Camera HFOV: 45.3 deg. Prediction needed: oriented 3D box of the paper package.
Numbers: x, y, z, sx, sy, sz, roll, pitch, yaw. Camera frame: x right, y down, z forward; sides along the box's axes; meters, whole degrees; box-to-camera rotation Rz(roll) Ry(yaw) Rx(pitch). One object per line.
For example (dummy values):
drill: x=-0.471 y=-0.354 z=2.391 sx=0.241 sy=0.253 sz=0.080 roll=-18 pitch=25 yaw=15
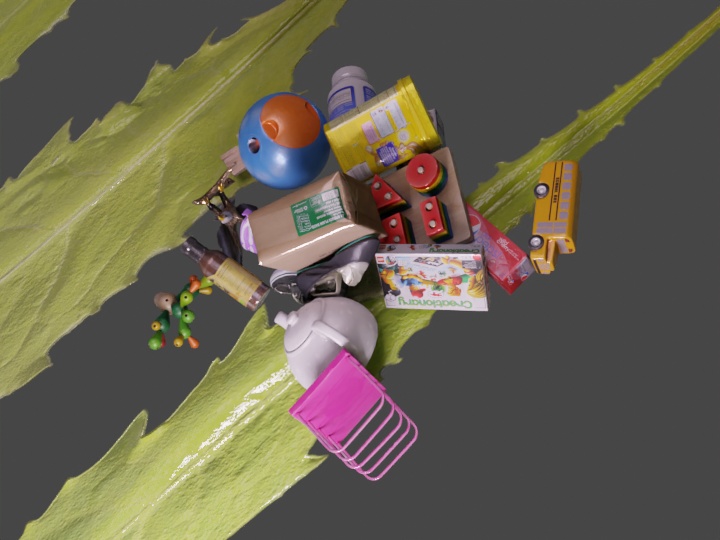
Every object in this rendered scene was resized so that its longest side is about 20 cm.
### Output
paper package: x=-0.076 y=-0.080 z=1.553 sx=0.197 sy=0.190 sz=0.105 roll=-22 pitch=80 yaw=17

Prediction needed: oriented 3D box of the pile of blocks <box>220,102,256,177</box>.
pile of blocks: x=-0.239 y=-0.296 z=1.972 sx=0.081 sy=0.062 sz=0.202 roll=28 pitch=82 yaw=15

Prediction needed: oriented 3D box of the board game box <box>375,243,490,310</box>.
board game box: x=0.132 y=0.012 z=1.573 sx=0.196 sy=0.128 sz=0.035 roll=1 pitch=37 yaw=20

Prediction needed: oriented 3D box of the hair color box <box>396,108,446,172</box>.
hair color box: x=0.124 y=-0.220 z=1.751 sx=0.098 sy=0.061 sz=0.203 roll=-15 pitch=58 yaw=18

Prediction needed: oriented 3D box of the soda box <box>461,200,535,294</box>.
soda box: x=0.230 y=-0.049 z=1.608 sx=0.070 sy=0.063 sz=0.200 roll=-43 pitch=54 yaw=-2

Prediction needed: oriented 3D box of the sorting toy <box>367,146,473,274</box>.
sorting toy: x=0.093 y=-0.119 z=1.635 sx=0.198 sy=0.069 sz=0.202 roll=-23 pitch=62 yaw=24

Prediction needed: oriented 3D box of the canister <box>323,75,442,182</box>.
canister: x=0.042 y=-0.269 z=1.702 sx=0.198 sy=0.087 sz=0.150 roll=-26 pitch=89 yaw=11

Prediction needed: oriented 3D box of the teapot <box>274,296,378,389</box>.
teapot: x=-0.071 y=0.122 z=1.568 sx=0.200 sy=0.145 sz=0.199 roll=-41 pitch=25 yaw=30

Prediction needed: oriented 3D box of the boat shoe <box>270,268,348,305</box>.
boat shoe: x=-0.106 y=0.031 z=1.680 sx=0.198 sy=0.072 sz=0.072 roll=-7 pitch=63 yaw=41

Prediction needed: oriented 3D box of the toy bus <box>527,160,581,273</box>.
toy bus: x=0.355 y=-0.097 z=1.574 sx=0.077 sy=0.065 sz=0.203 roll=0 pitch=64 yaw=23

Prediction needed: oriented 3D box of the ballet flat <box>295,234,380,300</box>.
ballet flat: x=-0.036 y=0.004 z=1.572 sx=0.198 sy=0.073 sz=0.074 roll=-26 pitch=53 yaw=32

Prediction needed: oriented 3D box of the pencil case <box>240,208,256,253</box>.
pencil case: x=-0.144 y=-0.062 z=1.719 sx=0.197 sy=0.087 sz=0.084 roll=11 pitch=44 yaw=21

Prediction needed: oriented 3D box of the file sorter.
file sorter: x=-0.001 y=0.256 z=1.474 sx=0.139 sy=0.200 sz=0.125 roll=-47 pitch=57 yaw=-5

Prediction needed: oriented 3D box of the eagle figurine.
eagle figurine: x=-0.265 y=-0.099 z=1.852 sx=0.200 sy=0.151 sz=0.152 roll=48 pitch=133 yaw=4

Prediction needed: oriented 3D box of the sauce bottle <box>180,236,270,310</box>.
sauce bottle: x=-0.279 y=0.003 z=1.770 sx=0.199 sy=0.065 sz=0.065 roll=36 pitch=81 yaw=4

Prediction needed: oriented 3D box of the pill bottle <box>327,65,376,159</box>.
pill bottle: x=-0.013 y=-0.334 z=1.847 sx=0.110 sy=0.112 sz=0.203 roll=-17 pitch=57 yaw=16

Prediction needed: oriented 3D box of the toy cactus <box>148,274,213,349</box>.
toy cactus: x=-0.382 y=0.081 z=1.830 sx=0.164 sy=0.102 sz=0.202 roll=18 pitch=74 yaw=51

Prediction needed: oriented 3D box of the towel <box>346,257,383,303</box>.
towel: x=0.000 y=0.000 z=1.709 sx=0.197 sy=0.037 sz=0.151 roll=-17 pitch=59 yaw=16

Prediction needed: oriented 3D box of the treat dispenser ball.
treat dispenser ball: x=-0.160 y=-0.273 z=1.830 sx=0.197 sy=0.201 sz=0.204 roll=-11 pitch=60 yaw=19
